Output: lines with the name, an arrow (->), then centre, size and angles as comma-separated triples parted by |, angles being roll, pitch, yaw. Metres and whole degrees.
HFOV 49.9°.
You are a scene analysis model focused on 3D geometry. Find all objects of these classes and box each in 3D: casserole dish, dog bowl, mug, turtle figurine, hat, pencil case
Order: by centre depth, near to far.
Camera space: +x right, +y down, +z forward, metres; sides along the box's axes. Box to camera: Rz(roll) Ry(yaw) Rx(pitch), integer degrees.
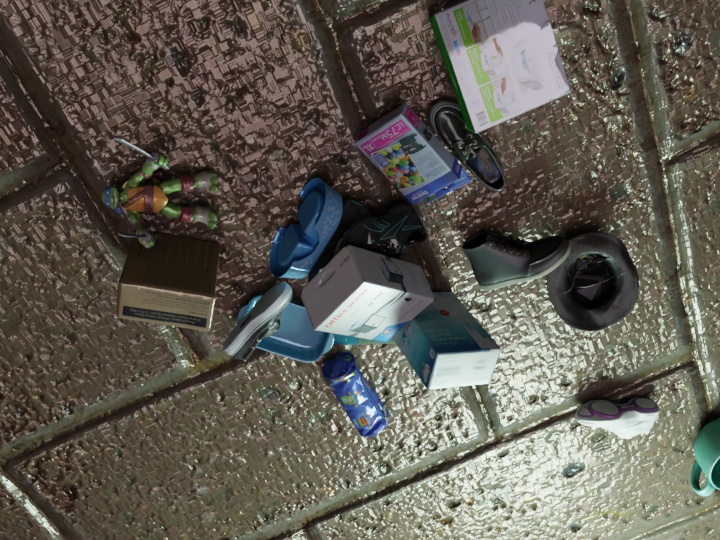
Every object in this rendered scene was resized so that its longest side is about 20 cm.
turtle figurine -> -0.335, -0.118, 1.321 | 0.190, 0.148, 0.199 | -3, 165, -26
dog bowl -> -0.098, -0.071, 1.420 | 0.049, 0.112, 0.202 | 18, 116, -32
casserole dish -> -0.147, 0.109, 1.542 | 0.196, 0.039, 0.123 | 18, 116, -10
hat -> 0.456, 0.017, 1.559 | 0.195, 0.081, 0.206 | -1, 103, -3
pencil case -> -0.005, 0.264, 1.634 | 0.085, 0.079, 0.202 | -9, 126, 32
mug -> 0.853, 0.429, 1.826 | 0.181, 0.115, 0.154 | -22, 121, 6

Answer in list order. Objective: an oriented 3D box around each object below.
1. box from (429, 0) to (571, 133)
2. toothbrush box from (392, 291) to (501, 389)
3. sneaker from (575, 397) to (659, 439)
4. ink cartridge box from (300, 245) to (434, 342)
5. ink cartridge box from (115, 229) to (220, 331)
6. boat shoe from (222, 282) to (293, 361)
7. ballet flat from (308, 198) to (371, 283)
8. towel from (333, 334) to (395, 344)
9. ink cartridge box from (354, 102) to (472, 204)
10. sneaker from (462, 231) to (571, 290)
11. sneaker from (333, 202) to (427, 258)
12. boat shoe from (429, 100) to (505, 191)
box -> 0.229, -0.357, 1.278 | 0.173, 0.097, 0.204 | -23, 103, 4
toothbrush box -> 0.155, 0.130, 1.495 | 0.143, 0.201, 0.087 | 0, 120, -25
sneaker -> 0.584, 0.348, 1.765 | 0.195, 0.075, 0.102 | 0, 119, -8
ink cartridge box -> 0.014, 0.047, 1.405 | 0.198, 0.087, 0.146 | 12, 133, -46
ink cartridge box -> -0.337, 0.014, 1.378 | 0.161, 0.201, 0.077 | 9, 118, -12
boat shoe -> -0.187, 0.100, 1.483 | 0.056, 0.069, 0.200 | 36, 118, -21
ballet flat -> -0.056, -0.056, 1.462 | 0.072, 0.074, 0.201 | 28, 118, -21
towel -> 0.025, 0.087, 1.574 | 0.195, 0.022, 0.150 | 0, 119, -9
ink cartridge box -> 0.097, -0.195, 1.387 | 0.118, 0.043, 0.199 | -24, 126, 39
sneaker -> 0.299, -0.038, 1.493 | 0.197, 0.075, 0.107 | -23, 119, 22
sneaker -> 0.040, -0.059, 1.405 | 0.198, 0.080, 0.076 | -28, 160, -31
boat shoe -> 0.200, -0.223, 1.393 | 0.068, 0.057, 0.200 | -40, 117, 15
